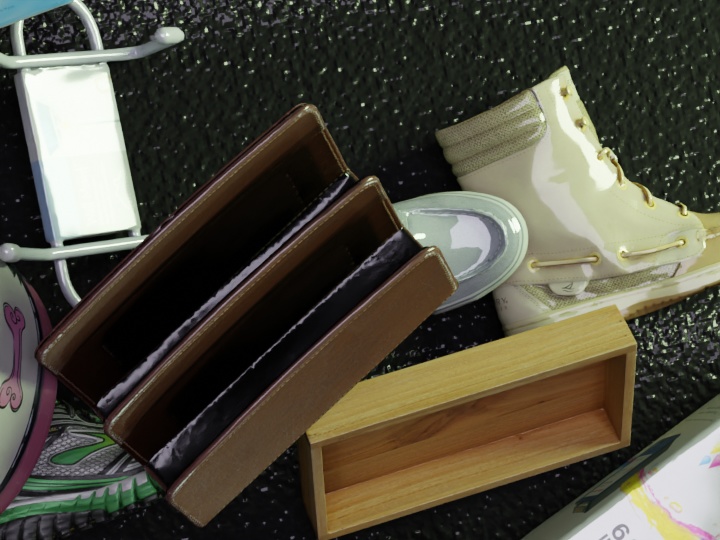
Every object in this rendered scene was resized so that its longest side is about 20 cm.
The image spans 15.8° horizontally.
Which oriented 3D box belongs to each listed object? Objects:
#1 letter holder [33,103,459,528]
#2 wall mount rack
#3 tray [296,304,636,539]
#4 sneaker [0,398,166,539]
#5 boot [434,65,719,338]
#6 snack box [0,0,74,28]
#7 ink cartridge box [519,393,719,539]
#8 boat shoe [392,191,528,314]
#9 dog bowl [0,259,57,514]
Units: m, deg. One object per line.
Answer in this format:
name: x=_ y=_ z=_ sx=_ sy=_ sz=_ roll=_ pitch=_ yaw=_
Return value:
letter holder: x=-0.060 y=0.024 z=1.399 sx=0.200 sy=0.142 sz=0.101 roll=-43 pitch=71 yaw=-4
wall mount rack: x=-0.165 y=-0.070 z=1.478 sx=0.173 sy=0.074 sz=0.201 roll=-10 pitch=86 yaw=-44
tray: x=0.062 y=0.089 z=1.520 sx=0.199 sy=0.099 sz=0.037 roll=-16 pitch=51 yaw=-10
sneaker: x=-0.157 y=0.104 z=1.492 sx=0.199 sy=0.078 sz=0.086 roll=-18 pitch=85 yaw=-11
boot: x=0.157 y=-0.053 z=1.560 sx=0.199 sy=0.073 sz=0.156 roll=-20 pitch=89 yaw=-1
snack box: x=-0.232 y=-0.154 z=1.440 sx=0.116 sy=0.200 sz=0.037 roll=-21 pitch=105 yaw=-11
ink cartridge box: x=0.204 y=0.175 z=1.542 sx=0.199 sy=0.088 sz=0.146 roll=-35 pitch=92 yaw=-8
boat shoe: x=-0.001 y=-0.001 z=1.510 sx=0.199 sy=0.072 sz=0.071 roll=-11 pitch=90 yaw=5
dog bowl: x=-0.249 y=0.066 z=1.433 sx=0.074 sy=0.199 sz=0.201 roll=24 pitch=79 yaw=-46
